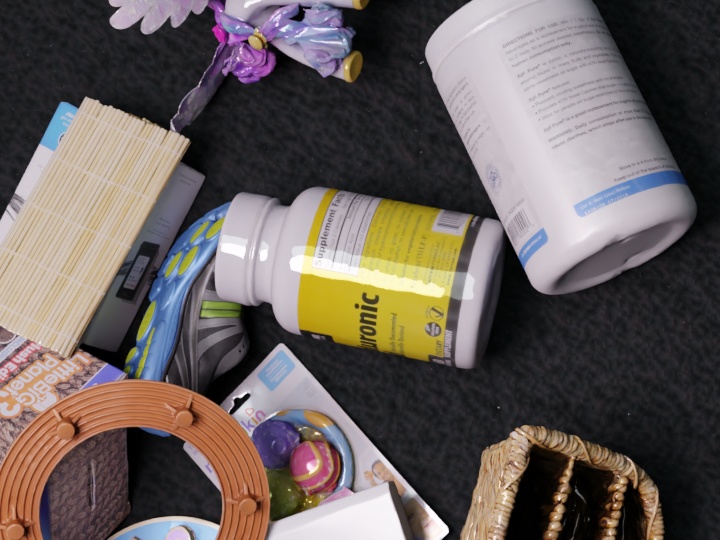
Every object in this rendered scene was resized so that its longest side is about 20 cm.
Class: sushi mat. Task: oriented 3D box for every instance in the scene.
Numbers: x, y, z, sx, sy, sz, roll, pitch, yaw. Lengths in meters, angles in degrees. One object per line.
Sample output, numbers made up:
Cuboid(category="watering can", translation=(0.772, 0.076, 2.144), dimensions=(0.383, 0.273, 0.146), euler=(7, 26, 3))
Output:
Cuboid(category="sushi mat", translation=(-0.213, -0.036, 1.433), dimensions=(0.095, 0.012, 0.201), euler=(20, 69, 18))

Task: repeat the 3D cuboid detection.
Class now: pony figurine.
Cuboid(category="pony figurine", translation=(-0.083, -0.205, 1.457), dimensions=(0.199, 0.167, 0.194), euler=(15, 55, 23))

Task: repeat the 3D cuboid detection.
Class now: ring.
Cuboid(category="ring", translation=(-0.161, 0.173, 1.344), dimensions=(0.199, 0.019, 0.202), euler=(-3, 108, -9))

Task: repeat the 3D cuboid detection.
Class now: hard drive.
Cuboid(category="hard drive", translation=(-0.047, 0.248, 1.386), dimensions=(0.199, 0.027, 0.133), euler=(-21, 82, 15))

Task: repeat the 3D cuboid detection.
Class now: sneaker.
Cuboid(category="sneaker", translation=(-0.119, 0.036, 1.465), dimensions=(0.071, 0.082, 0.201), euler=(-5, 60, 59))

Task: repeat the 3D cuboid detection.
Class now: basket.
Cuboid(category="basket", translation=(0.137, 0.219, 1.282), dimensions=(0.142, 0.149, 0.201), euler=(16, 78, -2))

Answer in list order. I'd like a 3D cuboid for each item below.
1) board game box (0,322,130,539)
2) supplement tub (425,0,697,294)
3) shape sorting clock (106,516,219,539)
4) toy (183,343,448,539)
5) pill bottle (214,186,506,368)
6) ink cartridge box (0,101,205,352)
Cuboid(category="board game box", translation=(-0.283, 0.119, 1.444), dimensions=(0.199, 0.160, 0.097), euler=(25, 46, 21))
Cuboid(category="supplement tub", translation=(0.143, -0.097, 1.359), dimensions=(0.131, 0.132, 0.201), euler=(-27, 74, 13))
Cuboid(category="shape sorting clock", translation=(-0.145, 0.288, 1.446), dimensions=(0.199, 0.039, 0.201), euler=(-3, 81, 18))
Cuboid(category="toy", translation=(-0.042, 0.162, 1.426), dimensions=(0.115, 0.047, 0.200), euler=(-45, 72, 6))
Cuboid(category="pill bottle", translation=(0.000, 0.000, 1.388), dimensions=(0.199, 0.111, 0.112), euler=(11, 85, 11))
Cuboid(category="ink cartridge box", translation=(-0.224, -0.016, 1.503), dimensions=(0.115, 0.067, 0.201), euler=(28, 91, 19))
